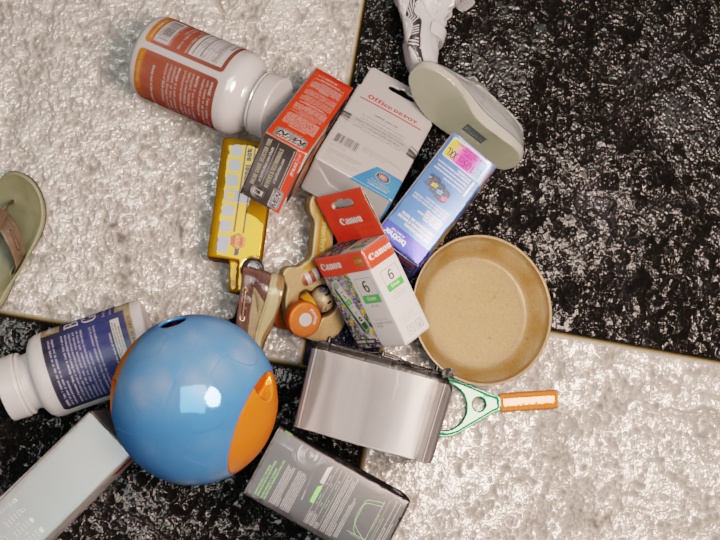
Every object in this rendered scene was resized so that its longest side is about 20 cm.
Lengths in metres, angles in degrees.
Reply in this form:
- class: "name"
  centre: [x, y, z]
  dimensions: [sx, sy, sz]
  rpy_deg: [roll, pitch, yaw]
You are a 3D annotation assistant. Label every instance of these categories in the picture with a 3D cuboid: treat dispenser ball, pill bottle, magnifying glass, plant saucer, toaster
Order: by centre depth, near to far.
- class: "treat dispenser ball"
  centre: [-0.198, 0.154, 1.402]
  dimensions: [0.199, 0.201, 0.203]
  rpy_deg: [0, 84, -4]
- class: "toaster"
  centre: [0.022, 0.163, 1.477]
  dimensions: [0.179, 0.200, 0.120]
  rpy_deg: [14, 83, 8]
- class: "pill bottle"
  centre: [-0.360, 0.120, 1.507]
  dimensions: [0.198, 0.111, 0.112]
  rpy_deg: [-19, 86, -6]
- class: "pill bottle"
  centre: [-0.193, -0.246, 1.534]
  dimensions: [0.199, 0.112, 0.113]
  rpy_deg: [25, 83, 15]
- class: "plant saucer"
  centre: [0.159, 0.054, 1.571]
  dimensions: [0.198, 0.035, 0.202]
  rpy_deg: [3, 80, -15]
- class: "magnifying glass"
  centre: [0.167, 0.180, 1.583]
  dimensions: [0.198, 0.022, 0.080]
  rpy_deg: [-4, 84, -2]

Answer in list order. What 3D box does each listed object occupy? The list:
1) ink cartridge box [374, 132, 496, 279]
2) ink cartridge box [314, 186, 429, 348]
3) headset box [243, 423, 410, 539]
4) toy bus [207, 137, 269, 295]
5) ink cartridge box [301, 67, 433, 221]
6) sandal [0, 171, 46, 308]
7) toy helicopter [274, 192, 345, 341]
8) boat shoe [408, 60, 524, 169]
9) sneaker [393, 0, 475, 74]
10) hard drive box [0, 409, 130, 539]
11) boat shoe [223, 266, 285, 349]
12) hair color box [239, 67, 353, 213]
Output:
- class: "ink cartridge box"
  centre: [0.083, -0.069, 1.543]
  dimensions: [0.076, 0.136, 0.200]
  rpy_deg: [39, 83, 4]
- class: "ink cartridge box"
  centre: [0.000, 0.000, 1.490]
  dimensions: [0.050, 0.109, 0.201]
  rpy_deg: [-34, 105, -33]
- class: "headset box"
  centre: [-0.050, 0.275, 1.480]
  dimensions: [0.199, 0.174, 0.093]
  rpy_deg: [29, 84, 1]
- class: "toy bus"
  centre: [-0.157, -0.069, 1.563]
  dimensions: [0.077, 0.065, 0.202]
  rpy_deg: [7, 84, -2]
- class: "ink cartridge box"
  centre: [0.017, -0.166, 1.559]
  dimensions: [0.115, 0.068, 0.201]
  rpy_deg: [29, 51, -1]
- class: "sandal"
  centre: [-0.471, -0.032, 1.542]
  dimensions: [0.079, 0.057, 0.203]
  rpy_deg: [18, 83, -2]
- class: "toy helicopter"
  centre: [-0.045, -0.007, 1.555]
  dimensions: [0.131, 0.079, 0.202]
  rpy_deg: [1, 95, -26]
- class: "boat shoe"
  centre: [0.145, -0.220, 1.579]
  dimensions: [0.200, 0.070, 0.072]
  rpy_deg: [39, 46, -22]
- class: "sneaker"
  centre: [0.109, -0.345, 1.603]
  dimensions: [0.114, 0.075, 0.202]
  rpy_deg: [-10, 81, -2]
- class: "hard drive box"
  centre: [-0.373, 0.270, 1.469]
  dimensions: [0.077, 0.156, 0.200]
  rpy_deg: [45, 84, 1]
- class: "boat shoe"
  centre: [-0.160, 0.087, 1.517]
  dimensions: [0.071, 0.072, 0.201]
  rpy_deg: [18, 111, -13]
- class: "hair color box"
  centre: [-0.080, -0.169, 1.505]
  dimensions: [0.061, 0.200, 0.102]
  rpy_deg: [28, 127, 0]
